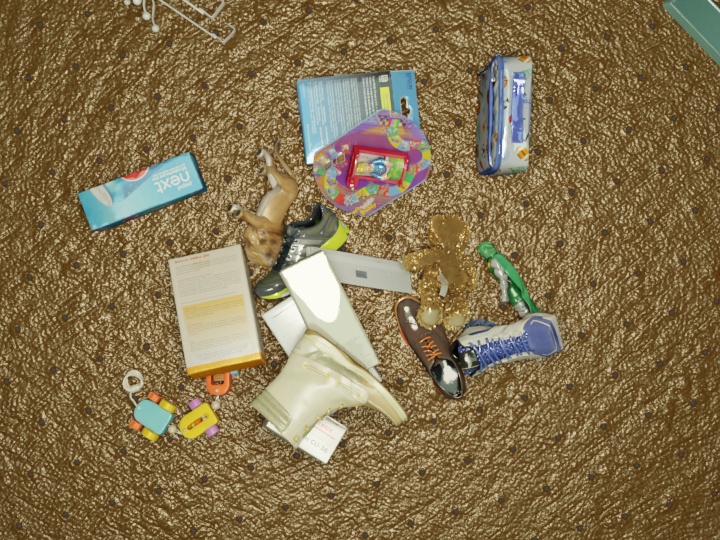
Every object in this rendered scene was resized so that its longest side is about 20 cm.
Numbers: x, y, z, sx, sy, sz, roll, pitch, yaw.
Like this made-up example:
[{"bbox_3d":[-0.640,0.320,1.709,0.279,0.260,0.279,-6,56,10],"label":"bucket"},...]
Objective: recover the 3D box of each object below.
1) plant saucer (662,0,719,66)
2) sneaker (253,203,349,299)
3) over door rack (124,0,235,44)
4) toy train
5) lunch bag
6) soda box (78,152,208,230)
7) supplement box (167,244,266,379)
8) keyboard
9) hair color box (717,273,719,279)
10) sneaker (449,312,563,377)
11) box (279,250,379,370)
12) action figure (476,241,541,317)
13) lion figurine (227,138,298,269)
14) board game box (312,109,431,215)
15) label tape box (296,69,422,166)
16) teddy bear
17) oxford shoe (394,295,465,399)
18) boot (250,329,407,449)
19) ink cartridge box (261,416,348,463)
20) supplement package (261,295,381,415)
[{"bbox_3d":[0.624,-0.420,1.447,0.070,0.019,0.200,-45,91,-1],"label":"plant saucer"},{"bbox_3d":[-0.111,-0.033,1.382,0.200,0.074,0.081,-47,125,-18],"label":"sneaker"},{"bbox_3d":[-0.315,-0.432,1.353,0.200,0.148,0.067,23,88,-1],"label":"over door rack"},{"bbox_3d":[-0.301,0.217,1.418,0.200,0.056,0.151,-8,77,3],"label":"toy train"},{"bbox_3d":[0.238,-0.259,1.367,0.075,0.160,0.200,0,92,-2],"label":"lunch bag"},{"bbox_3d":[-0.367,-0.133,1.400,0.200,0.064,0.068,-21,92,-2],"label":"soda box"},{"bbox_3d":[-0.239,0.069,1.382,0.126,0.074,0.200,-12,77,-1],"label":"supplement box"},{"bbox_3d":[0.000,0.000,1.387,0.200,0.011,0.056,9,66,-28],"label":"keyboard"},{"bbox_3d":[0.743,0.040,1.438,0.200,0.064,0.111,42,89,-3],"label":"hair color box"},{"bbox_3d":[0.224,0.130,1.347,0.115,0.199,0.081,-31,106,-43],"label":"sneaker"},{"bbox_3d":[-0.050,0.072,1.298,0.082,0.068,0.200,-25,94,-4],"label":"box"},{"bbox_3d":[0.262,0.037,1.413,0.055,0.118,0.200,-32,83,8],"label":"action figure"},{"bbox_3d":[-0.150,-0.110,1.402,0.122,0.072,0.200,34,82,-36],"label":"lion figurine"},{"bbox_3d":[0.023,-0.167,1.373,0.200,0.039,0.158,-31,123,15],"label":"board game box"},{"bbox_3d":[-0.003,-0.260,1.409,0.200,0.066,0.144,-6,92,-4],"label":"label tape box"},{"bbox_3d":[0.139,0.006,1.411,0.145,0.067,0.200,-13,90,-17],"label":"teddy bear"},{"bbox_3d":[0.125,0.131,1.415,0.071,0.073,0.200,-33,92,0],"label":"oxford shoe"},{"bbox_3d":[-0.045,0.205,1.223,0.200,0.072,0.155,38,78,0],"label":"boot"},{"bbox_3d":[-0.094,0.255,1.344,0.116,0.200,0.068,32,75,-2],"label":"ink cartridge box"},{"bbox_3d":[-0.065,0.126,1.391,0.114,0.110,0.200,-32,92,-2],"label":"supplement package"}]
